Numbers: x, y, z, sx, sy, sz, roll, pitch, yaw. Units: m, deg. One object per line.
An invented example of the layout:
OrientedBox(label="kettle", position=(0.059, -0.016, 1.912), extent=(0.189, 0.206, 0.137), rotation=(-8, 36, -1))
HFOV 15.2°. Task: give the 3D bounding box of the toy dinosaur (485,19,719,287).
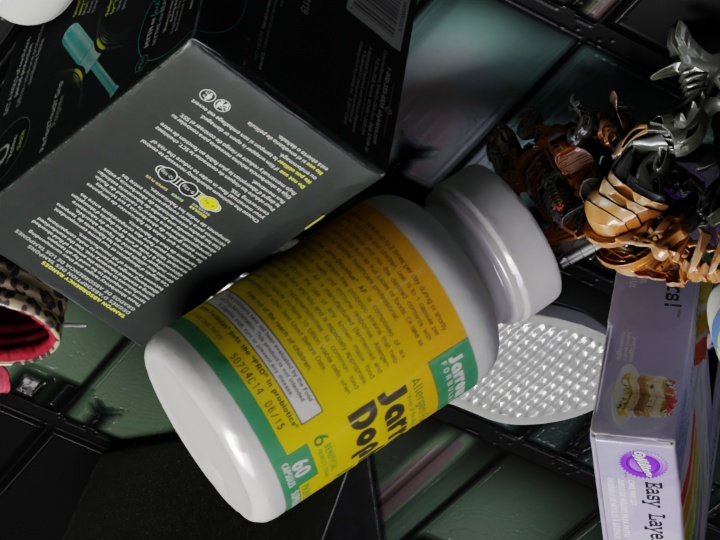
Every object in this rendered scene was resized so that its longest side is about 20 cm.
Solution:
OrientedBox(label="toy dinosaur", position=(0.154, -0.039, 1.411), extent=(0.200, 0.136, 0.102), rotation=(42, 167, 24))

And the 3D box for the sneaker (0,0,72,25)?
OrientedBox(label="sneaker", position=(-0.161, -0.179, 1.340), extent=(0.075, 0.089, 0.200), rotation=(13, 141, -9))

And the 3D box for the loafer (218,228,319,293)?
OrientedBox(label="loafer", position=(0.000, 0.000, 1.557), extent=(0.199, 0.072, 0.063), rotation=(12, 123, -15))

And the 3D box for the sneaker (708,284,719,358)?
OrientedBox(label="sneaker", position=(0.271, 0.031, 1.404), extent=(0.199, 0.082, 0.074), rotation=(4, 115, -24))

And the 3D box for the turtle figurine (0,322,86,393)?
OrientedBox(label="turtle figurine", position=(-0.274, 0.023, 1.602), extent=(0.199, 0.101, 0.150), rotation=(1, 140, 18))

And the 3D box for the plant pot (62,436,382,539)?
OrientedBox(label="plant pot", position=(-0.099, 0.220, 1.741), extent=(0.176, 0.200, 0.200), rotation=(10, 142, 14))

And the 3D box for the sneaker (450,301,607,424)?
OrientedBox(label="sneaker", position=(0.047, 0.034, 1.504), extent=(0.199, 0.080, 0.079), rotation=(5, 120, -20))

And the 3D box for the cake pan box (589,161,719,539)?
OrientedBox(label="cake pan box", position=(0.168, 0.066, 1.492), extent=(0.052, 0.201, 0.185), rotation=(5, 141, 12))

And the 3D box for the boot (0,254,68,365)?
OrientedBox(label="boot", position=(-0.239, -0.027, 1.487), extent=(0.199, 0.151, 0.073), rotation=(8, 141, 0))

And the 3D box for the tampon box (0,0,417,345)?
OrientedBox(label="tampon box", position=(-0.087, -0.086, 1.390), extent=(0.126, 0.150, 0.200), rotation=(35, 134, -25))

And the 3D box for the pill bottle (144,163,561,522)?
OrientedBox(label="pill bottle", position=(0.000, 0.032, 1.383), extent=(0.200, 0.113, 0.113), rotation=(-33, 140, -15))
